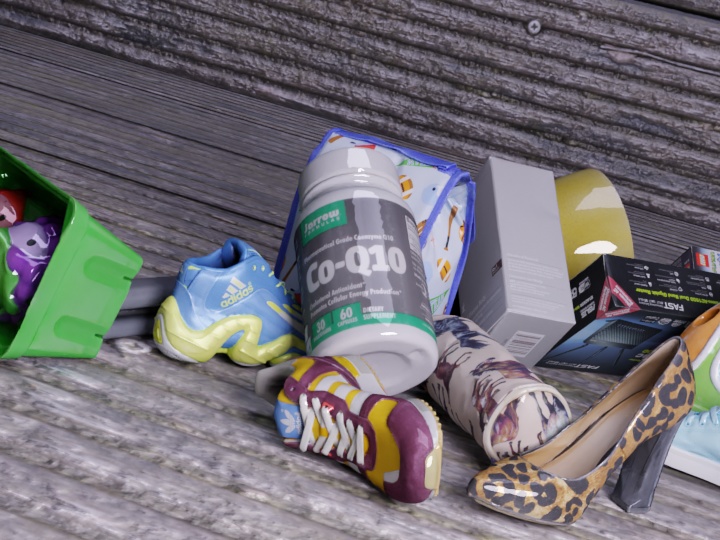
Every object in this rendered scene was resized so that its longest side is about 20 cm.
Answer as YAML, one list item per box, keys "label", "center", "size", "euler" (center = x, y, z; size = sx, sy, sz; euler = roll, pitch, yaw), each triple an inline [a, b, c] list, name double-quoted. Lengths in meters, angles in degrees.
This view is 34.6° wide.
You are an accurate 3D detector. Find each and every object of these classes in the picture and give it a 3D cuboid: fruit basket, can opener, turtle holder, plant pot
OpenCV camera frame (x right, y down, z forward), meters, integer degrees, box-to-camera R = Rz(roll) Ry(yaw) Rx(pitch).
- label: "fruit basket"
  center: [-0.307, -0.017, 0.919]
  size: [0.214, 0.157, 0.216]
  euler: [28, 1, 0]
- label: "can opener"
  center: [-0.157, 0.033, 1.041]
  size: [0.066, 0.053, 0.199]
  euler: [26, 17, 38]
- label: "turtle holder"
  center: [0.392, 0.107, 1.122]
  size: [0.184, 0.133, 0.140]
  euler: [22, 14, 30]
- label: "plant pot"
  center: [0.234, -0.018, 1.445]
  size: [0.140, 0.203, 0.200]
  euler: [-8, 18, -11]

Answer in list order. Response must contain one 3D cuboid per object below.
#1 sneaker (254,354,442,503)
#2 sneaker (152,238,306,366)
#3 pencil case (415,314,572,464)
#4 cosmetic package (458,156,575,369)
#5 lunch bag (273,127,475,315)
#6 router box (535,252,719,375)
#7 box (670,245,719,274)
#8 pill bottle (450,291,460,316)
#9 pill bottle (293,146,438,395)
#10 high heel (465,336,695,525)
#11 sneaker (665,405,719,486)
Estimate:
- label: "sneaker"
  center: [-0.013, 0.115, 0.836]
  size: [0.089, 0.076, 0.200]
  euler: [0, 12, -24]
- label: "sneaker"
  center: [-0.082, 0.030, 1.016]
  size: [0.198, 0.106, 0.075]
  euler: [3, 17, -39]
- label: "pencil case"
  center: [0.102, 0.103, 0.982]
  size: [0.077, 0.090, 0.200]
  euler: [-18, 22, -15]
- label: "cosmetic package"
  center: [0.158, -0.008, 1.225]
  size: [0.089, 0.107, 0.202]
  euler: [9, 52, -19]
- label: "lunch bag"
  center: [0.016, -0.026, 1.151]
  size: [0.169, 0.202, 0.123]
  euler: [21, 14, 30]
- label: "router box"
  center: [0.297, 0.055, 1.243]
  size: [0.198, 0.063, 0.150]
  euler: [8, -31, -26]
- label: "box"
  center: [0.380, 0.044, 1.342]
  size: [0.109, 0.035, 0.200]
  euler: [12, -32, -14]
- label: "pill bottle"
  center: [0.105, -0.016, 1.407]
  size: [0.110, 0.113, 0.200]
  euler: [14, 13, -3]
- label: "pill bottle"
  center: [0.000, 0.000, 1.008]
  size: [0.112, 0.113, 0.202]
  euler: [8, 53, -24]
- label: "high heel"
  center: [0.166, 0.112, 0.860]
  size: [0.198, 0.144, 0.071]
  euler: [5, 15, -36]
- label: "sneaker"
  center: [0.325, 0.145, 1.036]
  size: [0.198, 0.083, 0.074]
  euler: [22, 14, 29]
